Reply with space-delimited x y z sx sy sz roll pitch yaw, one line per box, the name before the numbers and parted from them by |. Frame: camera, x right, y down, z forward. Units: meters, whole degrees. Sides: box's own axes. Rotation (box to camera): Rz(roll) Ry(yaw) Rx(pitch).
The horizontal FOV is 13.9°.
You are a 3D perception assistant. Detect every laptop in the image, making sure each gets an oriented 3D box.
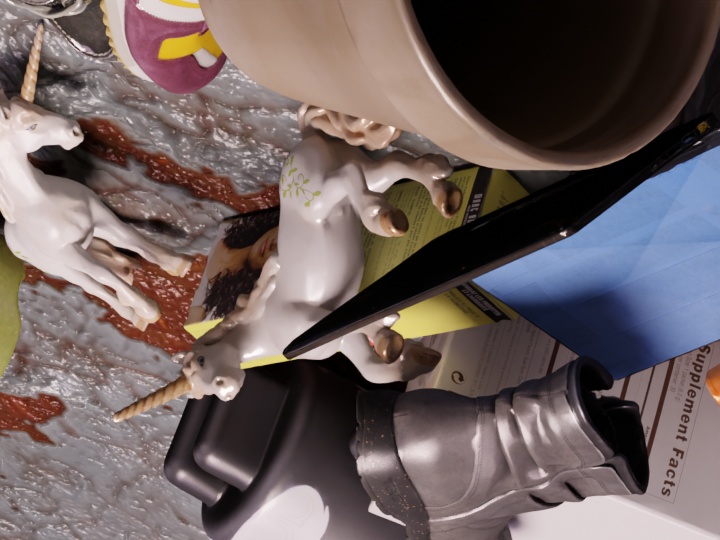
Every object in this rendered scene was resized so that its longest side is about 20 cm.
laptop | 0.106 0.017 1.352 0.187 0.200 0.116 -25 97 43

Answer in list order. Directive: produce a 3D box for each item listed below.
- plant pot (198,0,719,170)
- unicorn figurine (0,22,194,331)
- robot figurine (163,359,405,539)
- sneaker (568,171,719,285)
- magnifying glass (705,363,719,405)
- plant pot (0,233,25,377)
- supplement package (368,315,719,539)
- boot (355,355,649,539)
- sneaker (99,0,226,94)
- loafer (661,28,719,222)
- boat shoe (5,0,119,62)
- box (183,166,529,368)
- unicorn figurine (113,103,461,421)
plant pot | 0.025 -0.136 1.231 0.173 0.201 0.200 -3 144 47
unicorn figurine | -0.156 -0.029 1.597 0.137 0.074 0.200 34 153 -5
robot figurine | -0.013 0.129 1.734 0.199 0.125 0.150 30 -170 -18
sneaker | 0.191 -0.003 1.464 0.199 0.075 0.087 20 155 -3
magnifying glass | 0.251 0.007 1.384 0.200 0.080 0.022 -33 99 17
plant pot | -0.296 0.008 1.648 0.184 0.201 0.200 27 150 -36
supplement package | 0.125 0.094 1.603 0.199 0.120 0.121 22 148 -5
boot | 0.084 0.111 1.473 0.131 0.070 0.200 -8 155 15
sneaker | -0.070 -0.145 1.369 0.090 0.075 0.200 14 150 17
loafer | 0.139 -0.099 1.350 0.063 0.072 0.200 22 147 23
boat shoe | -0.148 -0.154 1.399 0.072 0.071 0.200 6 148 20
box | 0.000 0.000 1.566 0.199 0.076 0.050 -12 139 39
unicorn figurine | -0.023 0.005 1.487 0.137 0.201 0.074 16 176 41
